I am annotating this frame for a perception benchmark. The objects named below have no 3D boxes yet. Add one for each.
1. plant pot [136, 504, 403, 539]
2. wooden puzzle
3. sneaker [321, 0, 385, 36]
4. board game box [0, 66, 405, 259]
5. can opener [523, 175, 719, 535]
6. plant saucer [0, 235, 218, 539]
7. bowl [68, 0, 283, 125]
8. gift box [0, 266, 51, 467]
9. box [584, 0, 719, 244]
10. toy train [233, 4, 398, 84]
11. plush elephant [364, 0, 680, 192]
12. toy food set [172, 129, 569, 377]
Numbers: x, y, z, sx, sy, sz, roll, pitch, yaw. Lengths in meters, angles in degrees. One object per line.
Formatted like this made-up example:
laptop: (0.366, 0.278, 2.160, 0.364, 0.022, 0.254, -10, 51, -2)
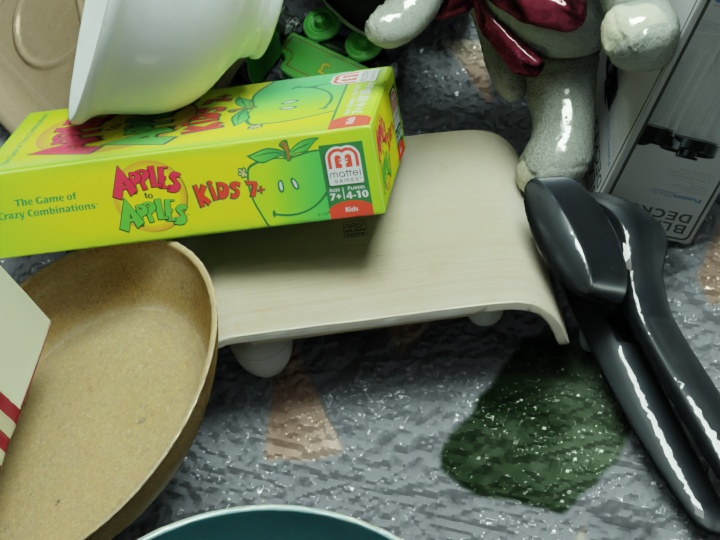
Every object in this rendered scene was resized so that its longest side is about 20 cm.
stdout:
plant pot: (-0.037, 0.219, 0.918, 0.199, 0.135, 0.201, -2, 51, 2)
wooden puzzle: (-0.123, -0.146, 1.231, 0.200, 0.046, 0.185, -52, 55, 9)
sneaker: (-0.027, -0.217, 1.207, 0.076, 0.087, 0.201, -33, 63, 16)
board game box: (-0.083, -0.056, 1.113, 0.199, 0.048, 0.102, -6, 21, 10)
can opener: (0.138, 0.042, 1.085, 0.078, 0.063, 0.201, -6, 60, -35)
plant saucer: (-0.141, 0.073, 1.068, 0.200, 0.035, 0.201, -25, 41, 24)
bowl: (-0.085, -0.163, 1.103, 0.090, 0.201, 0.202, 10, 52, -12)
gift box: (-0.263, 0.032, 1.025, 0.199, 0.187, 0.185, -12, 48, 26)
box: (0.171, -0.120, 1.112, 0.060, 0.200, 0.117, 10, 53, -9)
toy train: (-0.069, -0.140, 1.262, 0.199, 0.042, 0.057, 27, 71, 24)
plush elephant: (0.060, -0.159, 1.101, 0.154, 0.165, 0.201, 6, 68, -14)
toy food set: (0.000, 0.000, 1.142, 0.199, 0.061, 0.144, -7, 41, 0)
